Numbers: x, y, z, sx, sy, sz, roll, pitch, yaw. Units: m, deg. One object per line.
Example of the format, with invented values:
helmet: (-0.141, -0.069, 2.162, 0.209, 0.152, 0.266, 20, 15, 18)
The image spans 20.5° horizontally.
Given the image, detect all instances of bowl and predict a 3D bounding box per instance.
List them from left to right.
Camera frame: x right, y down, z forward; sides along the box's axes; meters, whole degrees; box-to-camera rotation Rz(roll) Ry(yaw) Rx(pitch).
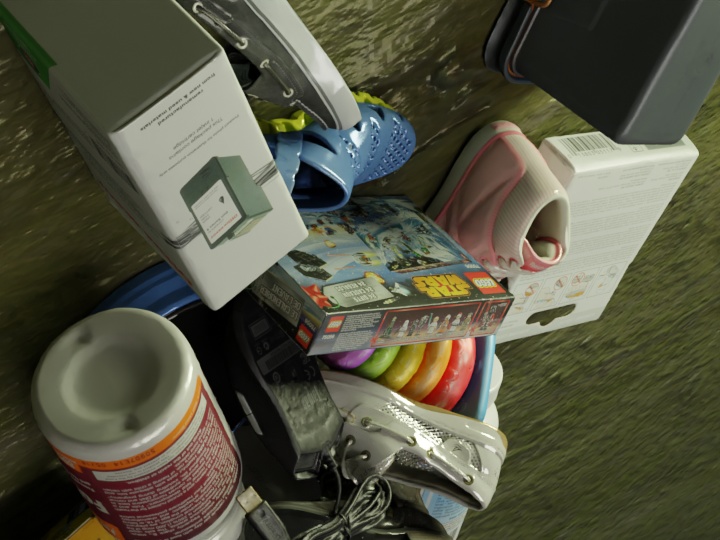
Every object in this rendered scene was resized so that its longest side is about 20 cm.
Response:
bowl: (-0.140, 0.077, 1.478, 0.200, 0.039, 0.201, -28, 145, -22)

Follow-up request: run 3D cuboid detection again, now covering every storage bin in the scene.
storage bin: (0.199, -0.193, 1.454, 0.145, 0.134, 0.201, -3, 129, -45)

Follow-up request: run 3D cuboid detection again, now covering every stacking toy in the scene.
stacking toy: (0.003, 0.051, 1.512, 0.116, 0.110, 0.200, -12, 152, 40)

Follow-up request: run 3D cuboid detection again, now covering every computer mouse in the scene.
computer mouse: (-0.064, 0.119, 1.405, 0.046, 0.201, 0.140, -20, -167, 37)

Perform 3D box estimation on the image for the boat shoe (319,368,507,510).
boat shoe: (0.011, 0.130, 1.490, 0.071, 0.199, 0.070, 112, -7, -60)

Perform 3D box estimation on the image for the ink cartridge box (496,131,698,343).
ink cartridge box: (0.184, -0.033, 1.707, 0.162, 0.057, 0.200, -11, 143, -41)

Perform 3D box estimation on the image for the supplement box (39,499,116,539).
supplement box: (-0.175, 0.282, 1.505, 0.109, 0.200, 0.109, -42, -173, -2)

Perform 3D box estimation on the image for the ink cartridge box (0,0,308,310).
ink cartridge box: (-0.125, -0.090, 1.209, 0.084, 0.146, 0.200, -38, 148, -10)

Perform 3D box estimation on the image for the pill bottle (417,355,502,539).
pill bottle: (0.056, 0.153, 1.710, 0.108, 0.109, 0.201, -15, 138, -37)

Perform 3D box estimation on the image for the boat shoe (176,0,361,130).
boat shoe: (-0.064, -0.142, 1.290, 0.066, 0.070, 0.200, -36, 147, 3)

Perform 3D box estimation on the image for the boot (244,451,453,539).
boot: (-0.020, 0.173, 1.542, 0.199, 0.174, 0.069, 16, 116, -30)

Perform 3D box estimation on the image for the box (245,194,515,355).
box: (0.000, 0.000, 1.451, 0.199, 0.137, 0.040, -3, 128, -45)

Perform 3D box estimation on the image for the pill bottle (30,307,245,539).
pill bottle: (-0.147, 0.124, 1.383, 0.114, 0.114, 0.200, -35, 146, -12)

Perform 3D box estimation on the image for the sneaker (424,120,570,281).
sneaker: (0.098, -0.010, 1.579, 0.075, 0.105, 0.201, -6, 134, -45)

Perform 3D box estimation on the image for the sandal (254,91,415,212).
sandal: (-0.034, -0.070, 1.385, 0.199, 0.087, 0.080, -15, 136, -40)

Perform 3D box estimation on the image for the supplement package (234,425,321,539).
supplement package: (-0.094, 0.239, 1.634, 0.119, 0.121, 0.201, -4, 131, -44)
